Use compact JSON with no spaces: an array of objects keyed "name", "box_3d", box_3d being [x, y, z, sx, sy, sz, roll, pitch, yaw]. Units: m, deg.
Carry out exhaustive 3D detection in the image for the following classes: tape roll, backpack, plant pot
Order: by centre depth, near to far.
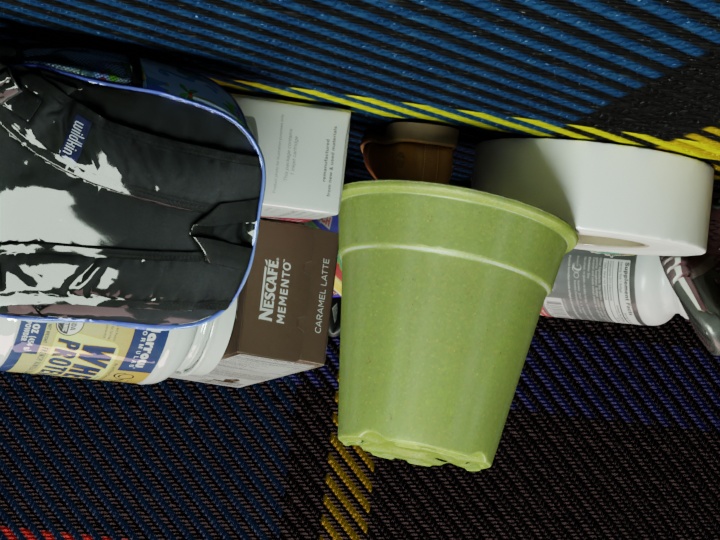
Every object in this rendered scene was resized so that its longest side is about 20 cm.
[{"name":"backpack","box_3d":[-0.170,-0.061,1.185,0.198,0.185,0.147,9,-161,-16]},{"name":"plant pot","box_3d":[0.057,0.051,1.353,0.197,0.192,0.200,10,169,2]},{"name":"tape roll","box_3d":[0.188,-0.058,1.436,0.200,0.072,0.202,6,177,0]}]

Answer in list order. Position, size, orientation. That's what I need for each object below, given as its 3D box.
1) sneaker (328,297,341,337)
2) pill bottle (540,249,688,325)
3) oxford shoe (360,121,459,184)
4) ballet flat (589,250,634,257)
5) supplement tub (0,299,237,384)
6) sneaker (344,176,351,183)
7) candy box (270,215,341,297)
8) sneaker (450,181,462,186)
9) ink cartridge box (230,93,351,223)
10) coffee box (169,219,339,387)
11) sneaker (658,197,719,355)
[{"name":"sneaker","box_3d":[0.000,0.000,1.712,0.113,0.077,0.200,-29,-163,3]},{"name":"pill bottle","box_3d":[0.282,-0.002,1.873,0.198,0.117,0.116,5,177,29]},{"name":"oxford shoe","box_3d":[0.035,-0.077,1.433,0.070,0.072,0.200,5,179,-5]},{"name":"ballet flat","box_3d":[0.193,-0.058,1.605,0.198,0.077,0.064,11,-153,39]},{"name":"supplement tub","box_3d":[-0.211,0.015,1.394,0.198,0.146,0.144,7,177,-28]},{"name":"sneaker","box_3d":[-0.086,-0.070,1.753,0.198,0.076,0.113,2,172,32]},{"name":"candy box","box_3d":[-0.116,-0.041,1.626,0.198,0.078,0.169,-6,144,36]},{"name":"sneaker","box_3d":[0.087,-0.054,1.773,0.073,0.088,0.200,5,-160,-10]},{"name":"ink cartridge box","box_3d":[-0.121,-0.091,1.351,0.197,0.087,0.147,6,178,-14]},{"name":"coffee box","box_3d":[-0.096,0.031,1.488,0.079,0.116,0.200,11,167,-22]},{"name":"sneaker","box_3d":[0.321,-0.014,1.509,0.115,0.076,0.201,-28,-151,11]}]
